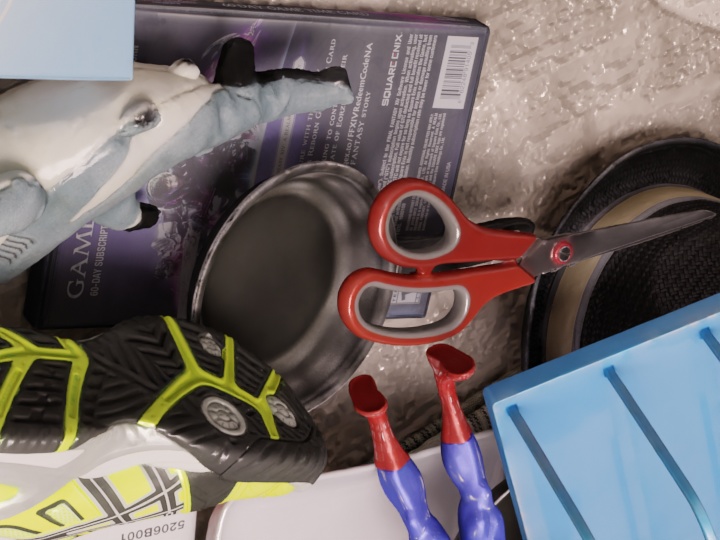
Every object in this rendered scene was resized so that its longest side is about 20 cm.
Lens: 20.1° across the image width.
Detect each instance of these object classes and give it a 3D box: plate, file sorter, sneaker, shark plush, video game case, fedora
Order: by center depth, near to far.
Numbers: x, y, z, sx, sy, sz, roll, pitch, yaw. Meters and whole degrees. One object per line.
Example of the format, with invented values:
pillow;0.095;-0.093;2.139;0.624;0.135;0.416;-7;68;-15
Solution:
sneaker;-0.100;0.066;0.777;0.200;0.076;0.076;8;129;-41
shark plush;-0.103;-0.047;0.811;0.200;0.091;0.083;-31;138;-22
video game case;-0.042;-0.045;0.884;0.199;0.019;0.143;-1;113;-32
file sorter;0.177;0.099;0.885;0.199;0.123;0.139;-21;127;-5
plate;-0.016;0.174;0.931;0.200;0.032;0.200;-7;112;-49
fedora;0.173;0.030;0.988;0.200;0.091;0.201;-12;108;-40

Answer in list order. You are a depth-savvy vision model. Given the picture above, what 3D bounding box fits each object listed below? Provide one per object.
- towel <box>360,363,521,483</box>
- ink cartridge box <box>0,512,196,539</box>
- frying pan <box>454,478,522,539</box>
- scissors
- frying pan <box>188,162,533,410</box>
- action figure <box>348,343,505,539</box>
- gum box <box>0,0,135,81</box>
towel;0.067;0.148;1.041;0.200;0.035;0.193;-31;126;-17
ink cartridge box;-0.151;0.143;0.864;0.145;0.083;0.201;-9;116;-31
frying pan;0.068;0.170;0.976;0.115;0.031;0.191;11;109;-41
scissors;0.077;-0.001;0.907;0.199;0.014;0.073;3;101;-34
frying pan;-0.005;-0.013;0.883;0.190;0.031;0.115;-39;132;-28
action figure;0.054;0.143;0.880;0.065;0.099;0.201;-21;117;-10
gum box;-0.173;-0.153;0.699;0.199;0.045;0.171;-1;98;-32
